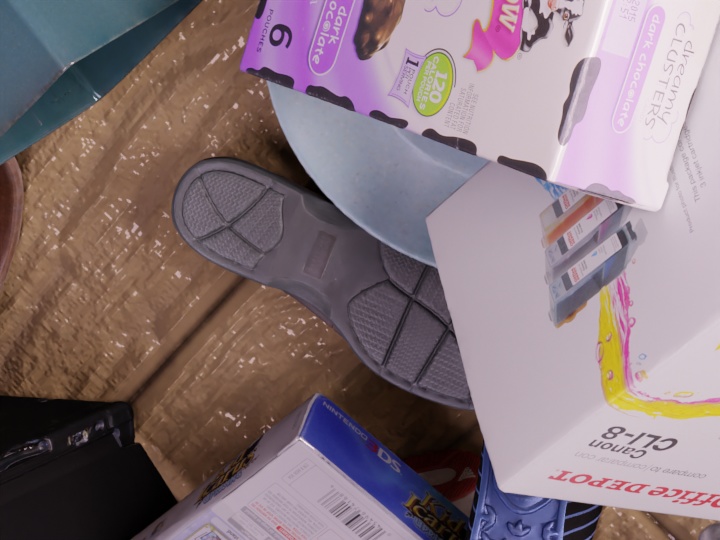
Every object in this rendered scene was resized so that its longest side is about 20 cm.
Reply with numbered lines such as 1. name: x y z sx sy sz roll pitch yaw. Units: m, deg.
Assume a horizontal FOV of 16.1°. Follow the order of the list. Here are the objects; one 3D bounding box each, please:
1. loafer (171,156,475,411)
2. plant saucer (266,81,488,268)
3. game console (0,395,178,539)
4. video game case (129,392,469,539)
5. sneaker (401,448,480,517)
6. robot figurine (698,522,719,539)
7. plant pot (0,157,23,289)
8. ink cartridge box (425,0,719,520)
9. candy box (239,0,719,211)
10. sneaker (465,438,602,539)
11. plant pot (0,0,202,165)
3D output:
1. loafer: 0.000 0.000 1.293 0.200 0.063 0.072 32 101 5
2. plant saucer: 0.049 -0.091 1.201 0.200 0.039 0.201 17 129 22
3. game console: -0.202 0.150 1.400 0.175 0.200 0.117 1 103 32
4. video game case: -0.011 0.179 1.335 0.200 0.045 0.181 41 125 -14
5. sneaker: -0.002 0.169 1.389 0.200 0.078 0.116 -9 114 37
6. robot figurine: 0.211 0.219 1.263 0.169 0.113 0.201 -5 119 13
7. plant pot: -0.323 -0.033 1.381 0.198 0.200 0.201 32 133 19
8. ink cartridge box: 0.152 -0.004 1.080 0.200 0.145 0.145 -41 50 40
9. candy box: 0.058 -0.133 1.045 0.200 0.071 0.168 23 98 46
10. sneaker: 0.089 0.100 1.246 0.070 0.201 0.078 18 172 6
11. plant pot: -0.196 -0.168 1.239 0.200 0.141 0.141 51 133 0
